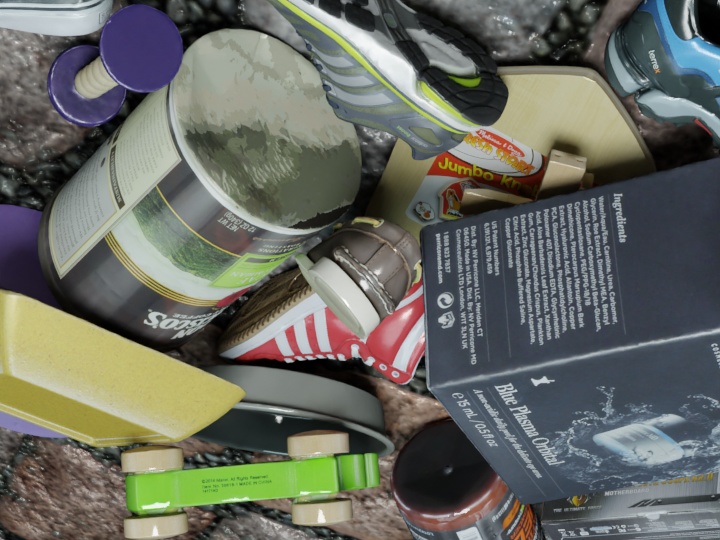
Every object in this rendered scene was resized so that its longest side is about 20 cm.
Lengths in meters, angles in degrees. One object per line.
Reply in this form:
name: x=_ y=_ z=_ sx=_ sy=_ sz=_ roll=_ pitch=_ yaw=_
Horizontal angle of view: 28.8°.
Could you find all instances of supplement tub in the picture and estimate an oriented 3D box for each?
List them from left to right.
supplement tub: x=0.102 y=0.227 z=1.207 sx=0.105 sy=0.108 sz=0.201 roll=-3 pitch=135 yaw=24

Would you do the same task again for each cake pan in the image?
cake pan: x=-0.067 y=0.118 z=1.154 sx=0.197 sy=0.037 sz=0.201 roll=7 pitch=162 yaw=2

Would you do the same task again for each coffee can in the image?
coffee can: x=-0.113 y=-0.049 z=0.959 sx=0.146 sy=0.148 sz=0.199 roll=35 pitch=137 yaw=-18

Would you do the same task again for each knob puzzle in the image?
knob puzzle: x=0.113 y=-0.066 z=0.939 sx=0.216 sy=0.031 sz=0.222 roll=14 pitch=136 yaw=13

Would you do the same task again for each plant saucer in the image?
plant saucer: x=-0.214 y=0.082 z=1.018 sx=0.198 sy=0.049 sz=0.199 roll=26 pitch=158 yaw=-30

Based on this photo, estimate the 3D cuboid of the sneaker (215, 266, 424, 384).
sneaker: x=-0.019 y=0.048 z=1.085 sx=0.112 sy=0.072 sz=0.199 roll=43 pitch=132 yaw=-20

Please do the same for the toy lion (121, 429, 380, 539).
toy lion: x=-0.082 y=0.165 z=1.101 sx=0.197 sy=0.070 sz=0.192 roll=-4 pitch=173 yaw=-5

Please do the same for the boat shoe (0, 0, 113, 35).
boat shoe: x=-0.260 y=-0.202 z=0.920 sx=0.197 sy=0.073 sz=0.072 roll=2 pitch=130 yaw=3

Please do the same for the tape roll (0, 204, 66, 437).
tape roll: x=-0.283 y=0.046 z=1.176 sx=0.197 sy=0.086 sz=0.202 roll=12 pitch=138 yaw=10

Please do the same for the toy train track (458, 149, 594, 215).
toy train track: x=0.117 y=-0.017 z=0.943 sx=0.113 sy=0.033 sz=0.201 roll=14 pitch=142 yaw=1

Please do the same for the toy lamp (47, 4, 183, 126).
toy lamp: x=-0.165 y=-0.127 z=0.910 sx=0.058 sy=0.059 sz=0.199 roll=37 pitch=166 yaw=-20

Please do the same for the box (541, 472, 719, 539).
box: x=0.272 y=0.230 z=1.175 sx=0.198 sy=0.049 sz=0.159 roll=-10 pitch=132 yaw=31

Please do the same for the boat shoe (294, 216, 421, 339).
boat shoe: x=0.000 y=0.000 z=0.909 sx=0.072 sy=0.059 sz=0.200 roll=48 pitch=176 yaw=-2

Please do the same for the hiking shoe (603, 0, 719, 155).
hiking shoe: x=0.242 y=-0.103 z=0.817 sx=0.198 sy=0.075 sz=0.087 roll=25 pitch=140 yaw=-7

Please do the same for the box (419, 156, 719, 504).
box: x=0.161 y=0.047 z=0.887 sx=0.197 sy=0.119 sz=0.197 roll=-13 pitch=146 yaw=19

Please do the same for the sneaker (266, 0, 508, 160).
sneaker: x=-0.008 y=-0.137 z=0.866 sx=0.199 sy=0.074 sz=0.081 roll=39 pitch=136 yaw=-4
